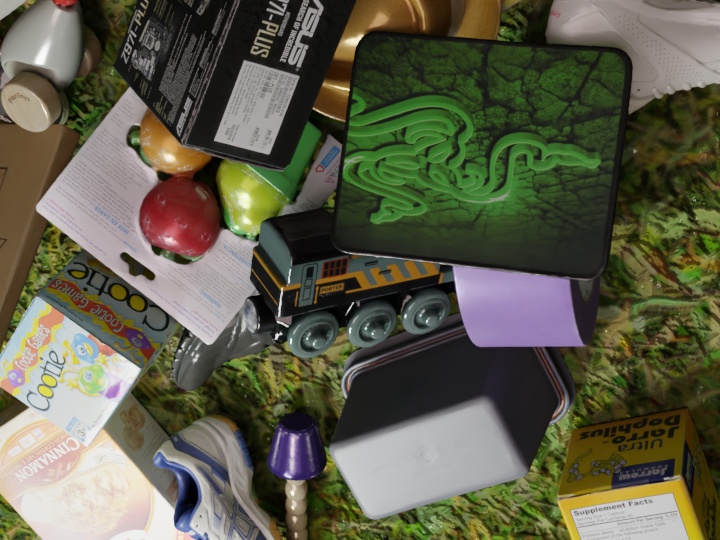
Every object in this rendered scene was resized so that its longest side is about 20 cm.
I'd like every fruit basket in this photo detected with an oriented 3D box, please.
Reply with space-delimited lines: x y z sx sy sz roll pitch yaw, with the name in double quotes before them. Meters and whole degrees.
"fruit basket" -0.133 -0.072 1.149 0.185 0.094 0.200 38 97 -7

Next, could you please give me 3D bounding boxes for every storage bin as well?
"storage bin" 0.074 0.137 1.203 0.200 0.134 0.146 -20 109 25

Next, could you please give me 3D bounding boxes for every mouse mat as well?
"mouse mat" 0.081 -0.082 0.967 0.200 0.008 0.161 7 88 18

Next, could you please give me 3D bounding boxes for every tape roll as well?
"tape roll" 0.129 -0.042 1.057 0.085 0.200 0.200 0 116 17

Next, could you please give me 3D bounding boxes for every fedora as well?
"fedora" 0.002 -0.186 1.037 0.200 0.082 0.201 8 118 15

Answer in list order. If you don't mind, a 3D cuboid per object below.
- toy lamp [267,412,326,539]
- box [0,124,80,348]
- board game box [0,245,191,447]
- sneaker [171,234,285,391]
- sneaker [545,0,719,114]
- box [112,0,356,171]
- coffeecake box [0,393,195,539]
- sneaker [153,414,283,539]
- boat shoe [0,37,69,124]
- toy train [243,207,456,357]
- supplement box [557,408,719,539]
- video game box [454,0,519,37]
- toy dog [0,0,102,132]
"toy lamp" -0.060 0.227 1.334 0.058 0.058 0.200 8 121 13
"box" -0.325 -0.032 1.190 0.163 0.200 0.021 5 162 43
"board game box" -0.212 0.039 1.198 0.103 0.200 0.105 36 121 -3
"sneaker" -0.101 0.046 1.246 0.091 0.076 0.200 32 123 -9
"sneaker" 0.221 -0.156 1.017 0.200 0.078 0.100 15 100 -10
"box" -0.082 -0.196 0.985 0.086 0.164 0.200 12 110 -34
"coffeecake box" -0.261 0.201 1.369 0.153 0.073 0.200 -33 104 27
"sneaker" -0.134 0.241 1.316 0.075 0.088 0.200 -22 91 57
"boat shoe" -0.347 -0.179 1.205 0.201 0.066 0.072 38 118 -5
"toy train" 0.000 0.000 1.140 0.200 0.085 0.114 -11 131 -25
"supplement box" 0.258 0.238 1.214 0.109 0.110 0.200 -14 112 22
"video game box" 0.024 -0.252 1.071 0.200 0.047 0.182 -30 102 27
"toy dog" -0.267 -0.215 1.127 0.096 0.132 0.200 23 120 6
